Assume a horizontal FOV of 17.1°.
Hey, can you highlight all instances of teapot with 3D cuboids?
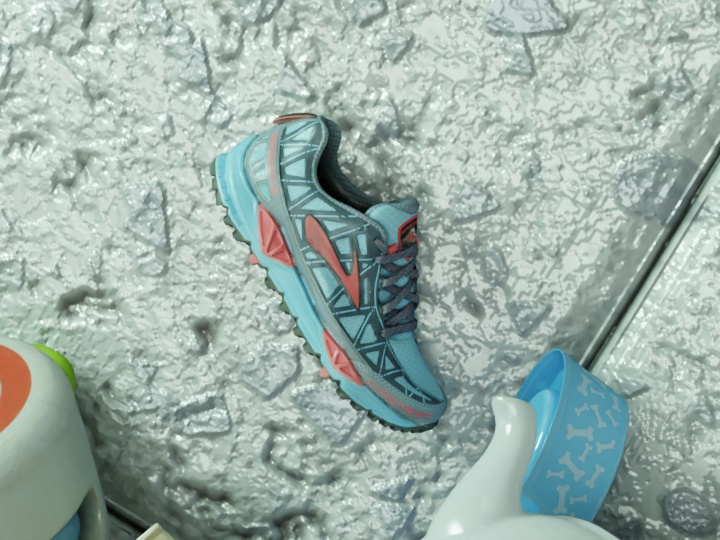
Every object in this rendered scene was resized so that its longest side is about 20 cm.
[{"bbox_3d":[0.105,0.205,1.266,0.197,0.146,0.200,35,141,26],"label":"teapot"}]

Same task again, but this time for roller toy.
[{"bbox_3d":[-0.245,0.138,1.393,0.199,0.183,0.140,-18,121,-10],"label":"roller toy"}]

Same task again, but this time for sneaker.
[{"bbox_3d":[0.000,0.000,1.371,0.095,0.079,0.200,-33,95,15],"label":"sneaker"}]

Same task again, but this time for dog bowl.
[{"bbox_3d":[0.093,0.143,1.374,0.049,0.112,0.200,23,108,-8],"label":"dog bowl"}]

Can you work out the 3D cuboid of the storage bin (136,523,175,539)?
[{"bbox_3d":[-0.152,0.245,1.364,0.198,0.200,0.094,-40,84,-7],"label":"storage bin"}]
